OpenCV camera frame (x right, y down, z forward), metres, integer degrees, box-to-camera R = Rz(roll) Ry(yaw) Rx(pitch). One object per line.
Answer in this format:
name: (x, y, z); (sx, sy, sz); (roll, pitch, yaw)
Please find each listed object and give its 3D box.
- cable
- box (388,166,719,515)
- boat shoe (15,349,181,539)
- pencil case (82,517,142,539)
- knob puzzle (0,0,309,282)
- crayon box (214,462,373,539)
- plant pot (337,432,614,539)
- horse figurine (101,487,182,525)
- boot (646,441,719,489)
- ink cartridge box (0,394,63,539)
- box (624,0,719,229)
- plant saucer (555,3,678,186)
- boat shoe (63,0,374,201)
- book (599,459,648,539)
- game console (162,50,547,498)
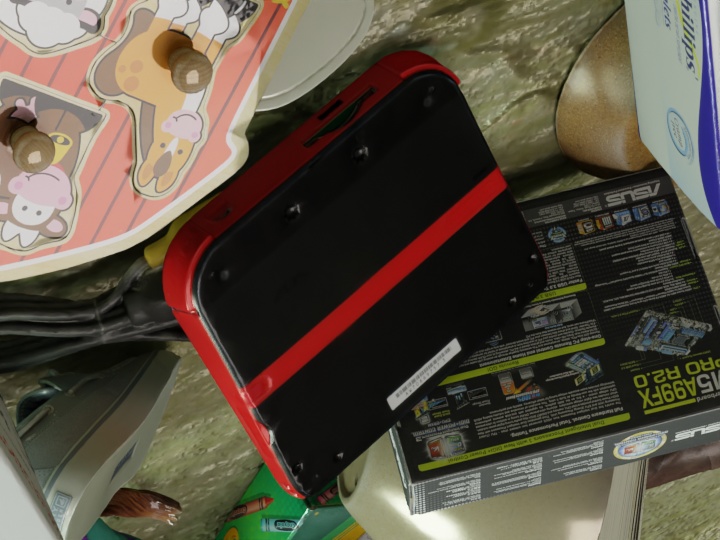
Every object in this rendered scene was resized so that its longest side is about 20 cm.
cable: (-0.127, 0.014, 1.332); (0.198, 0.051, 0.097); (-17, 146, 0)
box: (0.103, 0.038, 1.403); (0.198, 0.161, 0.044); (-14, 151, -5)
boat shoe: (-0.153, 0.083, 1.341); (0.201, 0.071, 0.070); (-54, 168, -68)
pencil case: (-0.191, 0.150, 1.378); (0.200, 0.092, 0.085); (40, 77, -38)
knob puzzle: (-0.129, -0.077, 1.128); (0.218, 0.030, 0.221); (-14, 124, -21)
crayon box: (0.012, 0.164, 1.632); (0.199, 0.058, 0.119); (-2, 139, -36)
plant pot: (0.061, 0.108, 1.497); (0.133, 0.201, 0.201); (11, 136, -13)
horse figurine: (-0.204, 0.180, 1.495); (0.200, 0.050, 0.132); (-40, 153, 20)
boot: (0.193, 0.129, 1.743); (0.199, 0.073, 0.166); (6, 146, -44)
ink cartridge box: (-0.219, 0.060, 1.171); (0.083, 0.201, 0.147); (-26, 148, -5)
box: (0.247, -0.149, 1.301); (0.199, 0.105, 0.185); (-22, 130, -12)
plant saucer: (0.209, -0.110, 1.429); (0.199, 0.036, 0.201); (-21, 147, -14)
boat shoe: (-0.088, -0.098, 1.208); (0.199, 0.073, 0.062); (-30, -168, -12)
book: (0.131, 0.150, 1.547); (0.048, 0.202, 0.133); (10, 175, -17)
game console: (0.000, 0.000, 1.317); (0.200, 0.031, 0.178); (-40, 127, -17)
